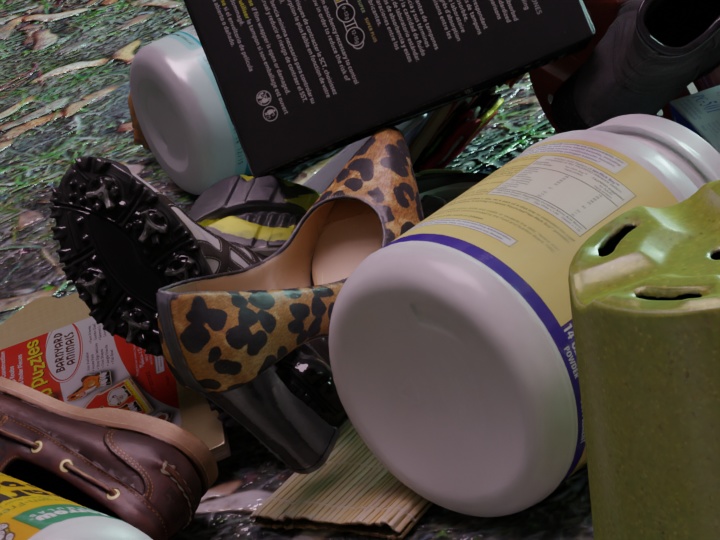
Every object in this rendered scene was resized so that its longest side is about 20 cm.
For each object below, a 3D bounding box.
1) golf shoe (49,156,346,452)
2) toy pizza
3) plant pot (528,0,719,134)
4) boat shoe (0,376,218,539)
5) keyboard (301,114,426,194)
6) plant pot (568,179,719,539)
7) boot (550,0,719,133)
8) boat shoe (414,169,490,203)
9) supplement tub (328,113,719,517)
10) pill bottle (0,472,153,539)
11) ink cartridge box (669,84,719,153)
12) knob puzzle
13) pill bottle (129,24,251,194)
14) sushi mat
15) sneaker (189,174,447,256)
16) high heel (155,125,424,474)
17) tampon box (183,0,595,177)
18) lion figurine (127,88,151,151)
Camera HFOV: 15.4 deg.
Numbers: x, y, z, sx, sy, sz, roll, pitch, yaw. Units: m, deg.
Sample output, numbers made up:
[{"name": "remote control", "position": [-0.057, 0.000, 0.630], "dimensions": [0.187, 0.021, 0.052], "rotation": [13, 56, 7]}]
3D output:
[{"name": "golf shoe", "position": [-0.084, 0.013, 1.445], "dimensions": [0.078, 0.200, 0.095], "rotation": [-42, 3, 23]}, {"name": "toy pizza", "position": [0.077, -0.116, 1.693], "dimensions": [0.200, 0.032, 0.200], "rotation": [-50, -4, -5]}, {"name": "plant pot", "position": [0.215, -0.154, 1.628], "dimensions": [0.200, 0.202, 0.195], "rotation": [9, 41, 46]}, {"name": "boat shoe", "position": [-0.172, 0.103, 1.389], "dimensions": [0.199, 0.071, 0.070], "rotation": [7, 46, 34]}, {"name": "keyboard", "position": [-0.032, -0.040, 1.609], "dimensions": [0.200, 0.011, 0.056], "rotation": [-40, 18, 20]}, {"name": "plant pot", "position": [0.169, 0.067, 1.116], "dimensions": [0.199, 0.185, 0.201], "rotation": [-13, 22, 5]}, {"name": "boot", "position": [0.191, -0.151, 1.445], "dimensions": [0.200, 0.070, 0.132], "rotation": [-54, 2, -34]}, {"name": "boat shoe", "position": [0.055, -0.029, 1.572], "dimensions": [0.200, 0.072, 0.061], "rotation": [-5, 28, 32]}, {"name": "supplement tub", "position": [0.096, 0.017, 1.335], "dimensions": [0.145, 0.146, 0.200], "rotation": [6, 30, 43]}, {"name": "pill bottle", "position": [-0.148, 0.158, 1.211], "dimensions": [0.112, 0.113, 0.200], "rotation": [-29, 26, -30]}, {"name": "ink cartridge box", "position": [0.221, -0.026, 1.424], "dimensions": [0.044, 0.094, 0.200], "rotation": [-18, 23, -3]}, {"name": "knob puzzle", "position": [-0.171, 0.085, 1.495], "dimensions": [0.218, 0.031, 0.220], "rotation": [-15, 38, 12]}, {"name": "pill bottle", "position": [-0.052, -0.138, 1.853], "dimensions": [0.199, 0.111, 0.111], "rotation": [-25, 24, -22]}, {"name": "sushi mat", "position": [0.030, 0.083, 1.403], "dimensions": [0.095, 0.012, 0.200], "rotation": [-1, 27, 34]}, {"name": "sneaker", "position": [0.000, 0.000, 1.541], "dimensions": [0.199, 0.085, 0.075], "rotation": [16, 56, 17]}, {"name": "high heel", "position": [-0.033, -0.016, 1.343], "dimensions": [0.071, 0.143, 0.201], "rotation": [-1, 59, 35]}, {"name": "tampon box", "position": [0.015, -0.147, 1.478], "dimensions": [0.199, 0.127, 0.150], "rotation": [-22, 1, 3]}, {"name": "lion figurine", "position": [-0.073, -0.152, 1.936], "dimensions": [0.199, 0.123, 0.072], "rotation": [-6, 14, -18]}]
